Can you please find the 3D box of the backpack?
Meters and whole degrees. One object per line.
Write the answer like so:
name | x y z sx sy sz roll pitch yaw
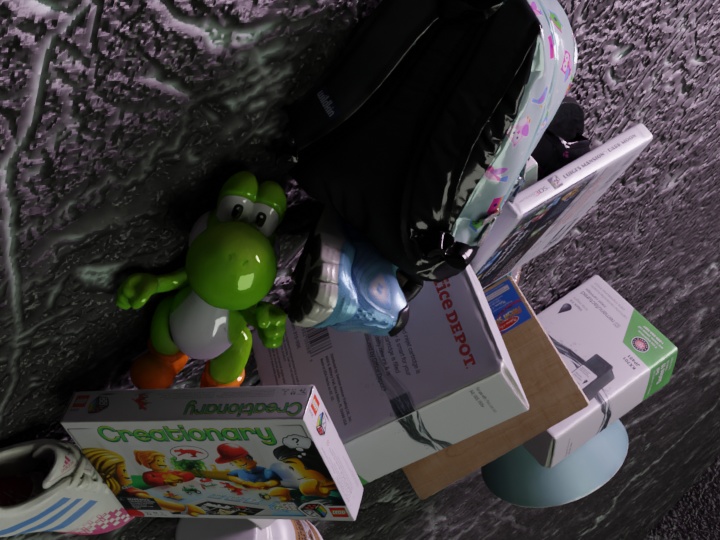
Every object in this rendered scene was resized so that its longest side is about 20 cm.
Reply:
backpack | 0.056 -0.115 0.712 0.200 0.167 0.127 -60 165 23

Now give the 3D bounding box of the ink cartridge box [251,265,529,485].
ink cartridge box | 0.022 0.083 0.869 0.200 0.147 0.083 -26 142 11

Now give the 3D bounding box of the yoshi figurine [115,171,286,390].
yoshi figurine | -0.107 0.026 0.741 0.112 0.112 0.200 -7 134 -37

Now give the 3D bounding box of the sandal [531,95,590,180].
sandal | 0.195 -0.102 0.987 0.075 0.048 0.200 -40 153 0

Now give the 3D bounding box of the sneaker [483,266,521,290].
sneaker | 0.102 0.066 1.095 0.200 0.080 0.071 -63 169 -3

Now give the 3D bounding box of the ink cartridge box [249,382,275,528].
ink cartridge box | -0.054 0.147 0.998 0.200 0.068 0.116 -40 141 -3

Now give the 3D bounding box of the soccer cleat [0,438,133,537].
soccer cleat | -0.230 0.169 0.820 0.200 0.070 0.086 2 140 -50

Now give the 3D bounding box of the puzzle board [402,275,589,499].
puzzle board | 0.107 0.120 1.051 0.200 0.151 0.017 -32 172 13

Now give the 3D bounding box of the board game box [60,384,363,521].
board game box | -0.110 0.140 0.783 0.199 0.035 0.126 -4 133 20

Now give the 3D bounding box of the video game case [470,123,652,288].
video game case | 0.163 -0.044 0.972 0.182 0.023 0.200 -30 165 -29

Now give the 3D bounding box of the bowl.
bowl | 0.239 0.203 1.358 0.200 0.201 0.105 -32 117 -16

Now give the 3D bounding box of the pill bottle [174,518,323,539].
pill bottle | -0.116 0.299 1.104 0.114 0.114 0.200 -39 152 -3

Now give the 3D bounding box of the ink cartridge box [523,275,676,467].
ink cartridge box | 0.259 0.121 1.264 0.200 0.147 0.083 -33 148 -17

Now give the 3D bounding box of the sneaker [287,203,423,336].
sneaker | 0.000 0.000 0.767 0.200 0.090 0.079 -87 -160 -66

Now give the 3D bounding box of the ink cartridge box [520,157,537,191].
ink cartridge box | 0.093 -0.017 0.987 0.161 0.050 0.200 -35 149 -11
